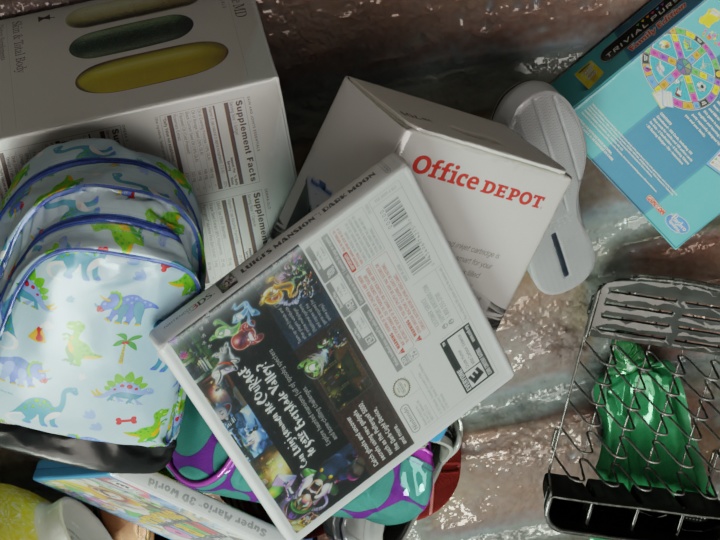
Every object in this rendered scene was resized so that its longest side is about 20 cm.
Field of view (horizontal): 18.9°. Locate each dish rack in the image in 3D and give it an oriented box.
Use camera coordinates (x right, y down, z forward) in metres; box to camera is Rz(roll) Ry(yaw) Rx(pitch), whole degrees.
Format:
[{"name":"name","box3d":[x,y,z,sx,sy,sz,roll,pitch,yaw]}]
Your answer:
[{"name":"dish rack","box3d":[0.223,0.104,1.622,0.152,0.055,0.202,8,110,-14]}]

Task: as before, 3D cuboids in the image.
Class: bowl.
[{"name":"bowl","box3d":[-0.234,0.226,1.567,0.107,0.201,0.200,-34,124,9]}]

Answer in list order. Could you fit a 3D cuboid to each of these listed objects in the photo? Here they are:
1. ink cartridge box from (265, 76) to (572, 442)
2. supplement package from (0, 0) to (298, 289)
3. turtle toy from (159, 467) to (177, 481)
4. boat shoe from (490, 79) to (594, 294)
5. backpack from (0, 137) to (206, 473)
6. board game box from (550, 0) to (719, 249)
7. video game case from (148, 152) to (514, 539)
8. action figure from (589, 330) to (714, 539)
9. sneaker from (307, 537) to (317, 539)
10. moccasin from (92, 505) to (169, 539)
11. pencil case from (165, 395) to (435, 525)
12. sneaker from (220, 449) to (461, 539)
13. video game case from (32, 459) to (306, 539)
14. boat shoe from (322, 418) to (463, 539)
[{"name":"ink cartridge box","box3d":[0.022,-0.004,1.373,0.146,0.086,0.201,14,108,-38]},{"name":"supplement package","box3d":[-0.148,-0.079,1.408,0.198,0.152,0.152,-12,126,-4]},{"name":"turtle toy","box3d":[-0.133,0.089,1.525,0.200,0.101,0.146,47,151,-3]},{"name":"boat shoe","box3d":[0.114,-0.065,1.505,0.072,0.071,0.201,-26,140,-11]},{"name":"backpack","box3d":[-0.163,0.021,1.307,0.162,0.154,0.202,15,106,-13]},{"name":"board game box","box3d":[0.251,-0.131,1.523,0.200,0.047,0.151,-39,122,14]},{"name":"video game case","box3d":[-0.012,0.051,1.315,0.181,0.023,0.201,-37,133,-8]},{"name":"action figure","box3d":[0.221,0.134,1.689,0.117,0.055,0.202,-13,118,-1]},{"name":"sneaker","box3d":[-0.041,0.262,1.713,0.077,0.070,0.201,-3,132,-14]},{"name":"moccasin","box3d":[-0.158,0.202,1.649,0.077,0.074,0.203,-6,115,2]},{"name":"pencil case","box3d":[-0.039,0.117,1.454,0.199,0.086,0.092,15,142,-44]},{"name":"sneaker","box3d":[-0.023,0.147,1.646,0.199,0.115,0.079,-1,101,-45]},{"name":"video game case","box3d":[-0.120,0.177,1.536,0.199,0.143,0.018,27,71,-25]},{"name":"boat shoe","box3d":[0.045,0.118,1.577,0.073,0.066,0.201,33,76,-43]}]
